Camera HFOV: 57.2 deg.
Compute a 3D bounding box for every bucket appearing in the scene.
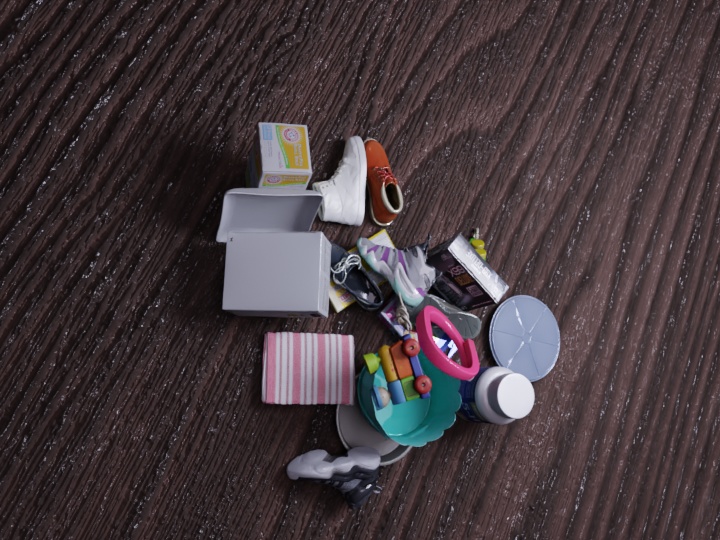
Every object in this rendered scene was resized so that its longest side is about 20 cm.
[{"bbox_3d":[0.093,0.254,1.366,0.202,0.135,0.213,4,79,-18],"label":"bucket"}]

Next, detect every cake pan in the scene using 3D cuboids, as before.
[{"bbox_3d":[0.036,0.315,1.429,0.195,0.037,0.206,3,80,-18],"label":"cake pan"}]

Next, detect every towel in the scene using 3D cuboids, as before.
[{"bbox_3d":[-0.108,0.207,1.388,0.194,0.030,0.150,3,75,-10],"label":"towel"}]

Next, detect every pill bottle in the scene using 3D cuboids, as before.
[{"bbox_3d":[0.286,0.271,1.434,0.117,0.200,0.123,3,79,-17],"label":"pill bottle"}]

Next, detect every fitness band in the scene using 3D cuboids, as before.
[{"bbox_3d":[0.174,0.148,1.338,0.142,0.201,0.038,34,112,-15],"label":"fitness band"}]

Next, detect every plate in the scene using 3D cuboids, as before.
[{"bbox_3d":[-0.190,-0.115,1.346,0.195,0.200,0.033,-1,64,-18],"label":"plate"}]

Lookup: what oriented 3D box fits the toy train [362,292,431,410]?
[{"bbox_3d":[0.053,0.158,1.261,0.113,0.085,0.205,-17,86,-7],"label":"toy train"}]

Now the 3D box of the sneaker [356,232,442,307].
[{"bbox_3d":[0.093,-0.035,1.416,0.140,0.078,0.200,-47,70,5],"label":"sneaker"}]

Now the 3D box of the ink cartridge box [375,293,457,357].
[{"bbox_3d":[0.142,0.129,1.497,0.119,0.042,0.201,-44,98,-19],"label":"ink cartridge box"}]

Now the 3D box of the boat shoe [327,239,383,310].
[{"bbox_3d":[-0.027,0.006,1.419,0.075,0.062,0.201,-40,91,-16],"label":"boat shoe"}]

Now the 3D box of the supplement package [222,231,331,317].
[{"bbox_3d":[-0.166,0.011,1.336,0.194,0.111,0.160,0,79,8],"label":"supplement package"}]

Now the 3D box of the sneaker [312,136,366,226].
[{"bbox_3d":[-0.050,-0.206,1.469,0.113,0.073,0.206,3,81,-21],"label":"sneaker"}]

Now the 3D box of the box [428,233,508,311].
[{"bbox_3d":[0.213,0.013,1.453,0.158,0.200,0.050,46,68,-6],"label":"box"}]

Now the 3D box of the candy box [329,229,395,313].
[{"bbox_3d":[0.000,0.000,1.476,0.198,0.026,0.104,-31,92,-20],"label":"candy box"}]

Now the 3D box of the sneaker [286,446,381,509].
[{"bbox_3d":[-0.050,0.433,1.357,0.194,0.076,0.117,-8,109,3],"label":"sneaker"}]

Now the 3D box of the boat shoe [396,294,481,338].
[{"bbox_3d":[0.169,0.097,1.464,0.197,0.065,0.076,16,94,-9],"label":"boat shoe"}]

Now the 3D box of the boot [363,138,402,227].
[{"bbox_3d":[0.051,-0.210,1.487,0.073,0.107,0.205,-11,83,-18],"label":"boot"}]

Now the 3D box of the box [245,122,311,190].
[{"bbox_3d":[-0.171,-0.199,1.350,0.099,0.200,0.115,-1,69,-18],"label":"box"}]

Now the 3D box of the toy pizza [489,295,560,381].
[{"bbox_3d":[0.390,0.162,1.578,0.195,0.032,0.206,3,80,-19],"label":"toy pizza"}]

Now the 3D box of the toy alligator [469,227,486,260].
[{"bbox_3d":[0.255,-0.042,1.515,0.053,0.202,0.061,0,122,2],"label":"toy alligator"}]
